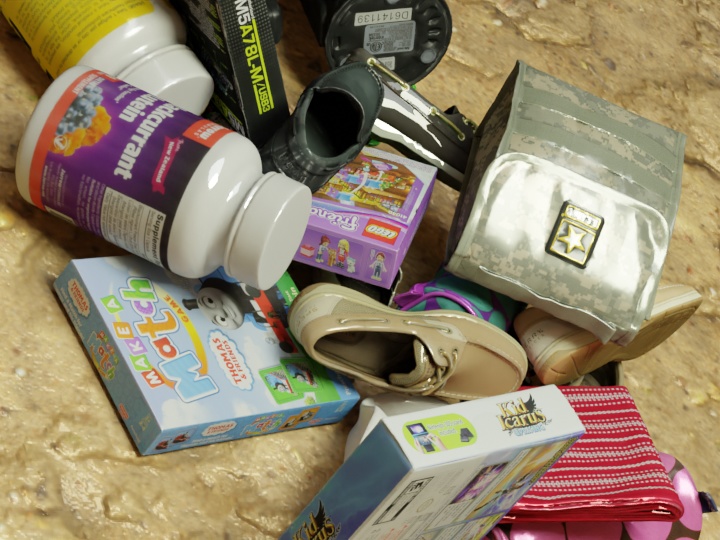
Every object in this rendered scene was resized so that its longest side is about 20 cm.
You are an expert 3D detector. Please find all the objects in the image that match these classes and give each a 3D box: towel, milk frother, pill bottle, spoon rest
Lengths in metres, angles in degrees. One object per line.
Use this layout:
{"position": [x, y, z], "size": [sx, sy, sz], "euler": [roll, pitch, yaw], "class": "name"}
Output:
{"position": [0.156, 0.135, 1.589], "size": [0.143, 0.023, 0.200], "euler": [1, 24, -7], "class": "towel"}
{"position": [-0.011, -0.294, 1.849], "size": [0.179, 0.201, 0.189], "euler": [7, 35, -26], "class": "milk frother"}
{"position": [-0.141, -0.063, 1.528], "size": [0.199, 0.112, 0.111], "euler": [25, 33, 13], "class": "pill bottle"}
{"position": [0.010, 0.135, 1.549], "size": [0.060, 0.100, 0.200], "euler": [23, 19, 11], "class": "spoon rest"}
{"position": [-0.209, -0.196, 1.654], "size": [0.114, 0.114, 0.200], "euler": [-17, 65, -50], "class": "pill bottle"}

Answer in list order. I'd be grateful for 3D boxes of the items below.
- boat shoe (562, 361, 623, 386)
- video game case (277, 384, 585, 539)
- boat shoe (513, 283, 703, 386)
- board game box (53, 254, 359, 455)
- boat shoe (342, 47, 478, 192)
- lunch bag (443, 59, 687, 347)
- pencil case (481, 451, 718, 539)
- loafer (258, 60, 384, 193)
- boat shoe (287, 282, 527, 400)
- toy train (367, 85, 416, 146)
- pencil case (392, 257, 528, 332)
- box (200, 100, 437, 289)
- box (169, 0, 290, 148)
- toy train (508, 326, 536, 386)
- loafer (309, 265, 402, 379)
{"position": [0.183, 0.136, 1.715], "size": [0.072, 0.065, 0.201], "euler": [32, 37, -13], "class": "boat shoe"}
{"position": [0.033, 0.164, 1.430], "size": [0.180, 0.200, 0.046], "euler": [-6, 54, -46], "class": "video game case"}
{"position": [0.205, 0.035, 1.737], "size": [0.199, 0.074, 0.069], "euler": [-15, 60, -44], "class": "boat shoe"}
{"position": [-0.112, 0.054, 1.551], "size": [0.199, 0.037, 0.152], "euler": [-7, 57, -45], "class": "board game box"}
{"position": [0.064, -0.115, 1.779], "size": [0.200, 0.061, 0.072], "euler": [30, -4, -19], "class": "boat shoe"}
{"position": [0.162, -0.046, 1.673], "size": [0.163, 0.118, 0.201], "euler": [23, 47, -8], "class": "lunch bag"}
{"position": [0.167, 0.198, 1.588], "size": [0.199, 0.091, 0.094], "euler": [-10, 78, -27], "class": "pencil case"}
{"position": [-0.021, -0.113, 1.628], "size": [0.068, 0.070, 0.201], "euler": [48, 35, -8], "class": "loafer"}
{"position": [0.040, 0.068, 1.581], "size": [0.198, 0.072, 0.065], "euler": [14, 25, -22], "class": "boat shoe"}
{"position": [-0.008, -0.129, 1.838], "size": [0.056, 0.042, 0.200], "euler": [32, 35, 4], "class": "toy train"}
{"position": [0.088, 0.020, 1.717], "size": [0.093, 0.085, 0.200], "euler": [61, 27, -11], "class": "pencil case"}
{"position": [-0.051, -0.062, 1.659], "size": [0.198, 0.039, 0.137], "euler": [17, 34, 7], "class": "box"}
{"position": [-0.129, -0.225, 1.662], "size": [0.047, 0.194, 0.200], "euler": [-28, 46, -14], "class": "box"}
{"position": [0.123, 0.102, 1.725], "size": [0.046, 0.034, 0.200], "euler": [44, 34, -14], "class": "toy train"}
{"position": [0.000, 0.000, 1.683], "size": [0.075, 0.068, 0.201], "euler": [26, 39, -21], "class": "loafer"}
